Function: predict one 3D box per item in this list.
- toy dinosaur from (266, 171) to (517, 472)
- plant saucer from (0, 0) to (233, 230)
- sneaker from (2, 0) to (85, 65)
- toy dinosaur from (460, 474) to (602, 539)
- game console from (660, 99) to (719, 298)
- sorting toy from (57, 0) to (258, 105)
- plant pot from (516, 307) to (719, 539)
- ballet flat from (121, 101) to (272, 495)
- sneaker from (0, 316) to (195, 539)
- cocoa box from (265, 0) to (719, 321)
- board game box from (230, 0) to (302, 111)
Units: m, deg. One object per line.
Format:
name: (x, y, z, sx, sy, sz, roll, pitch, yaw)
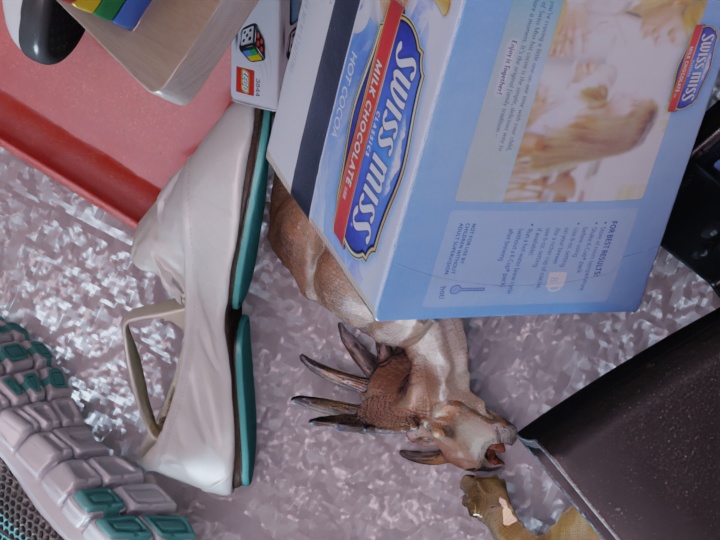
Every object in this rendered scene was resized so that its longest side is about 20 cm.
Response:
toy dinosaur: (0.000, 0.000, 1.366, 0.200, 0.086, 0.136, 58, 142, 19)
plant saucer: (-0.117, -0.144, 1.394, 0.199, 0.037, 0.200, 32, 101, 7)
sneaker: (-0.170, -0.198, 1.350, 0.108, 0.067, 0.202, 7, 96, 15)
toy dinosaur: (0.116, 0.155, 1.340, 0.200, 0.058, 0.101, 19, 109, 26)
game console: (0.244, -0.031, 1.294, 0.200, 0.176, 0.116, -40, 58, 11)
sorting toy: (-0.092, -0.206, 1.211, 0.199, 0.070, 0.200, -56, 50, 12)
plant pot: (0.196, 0.088, 1.213, 0.177, 0.200, 0.200, -41, 88, -2)
ballet flat: (-0.077, 0.012, 1.364, 0.069, 0.069, 0.200, 9, 114, 11)
sneaker: (-0.166, 0.098, 1.390, 0.200, 0.078, 0.091, 50, 117, 28)
cocoa box: (0.061, -0.095, 1.222, 0.133, 0.131, 0.200, -1, 125, -26)
board game box: (0.000, -0.178, 1.305, 0.035, 0.126, 0.200, 18, 114, 41)
